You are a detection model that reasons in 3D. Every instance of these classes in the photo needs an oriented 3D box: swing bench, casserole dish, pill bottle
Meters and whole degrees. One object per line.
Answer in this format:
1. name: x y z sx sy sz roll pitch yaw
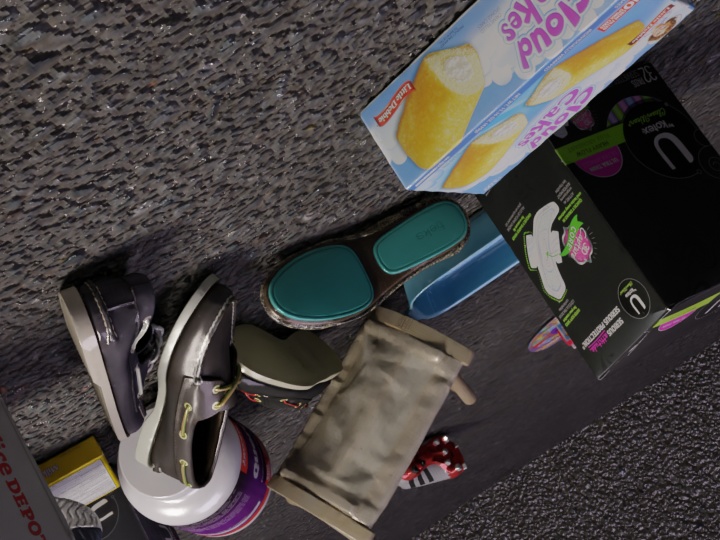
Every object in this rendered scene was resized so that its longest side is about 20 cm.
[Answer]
1. swing bench: 0.013 0.156 1.239 0.200 0.129 0.200 -59 165 -12
2. casserole dish: 0.116 -0.022 1.207 0.199 0.039 0.121 -35 162 5
3. pill bottle: -0.151 0.178 1.159 0.112 0.113 0.200 -31 163 -2

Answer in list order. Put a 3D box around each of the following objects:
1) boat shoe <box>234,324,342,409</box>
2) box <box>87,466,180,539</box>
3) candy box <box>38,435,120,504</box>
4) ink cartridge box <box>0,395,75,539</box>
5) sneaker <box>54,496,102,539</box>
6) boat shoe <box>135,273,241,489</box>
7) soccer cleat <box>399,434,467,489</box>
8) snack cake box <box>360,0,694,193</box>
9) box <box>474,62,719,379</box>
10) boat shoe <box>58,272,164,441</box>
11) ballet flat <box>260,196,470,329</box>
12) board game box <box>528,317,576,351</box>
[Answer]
1. boat shoe: -0.078 0.091 1.117 0.063 0.074 0.201 -44 165 11
2. box: -0.278 0.298 1.243 0.199 0.123 0.106 -33 162 2
3. candy box: -0.312 0.217 1.130 0.199 0.027 0.102 -28 161 -14
4. ink cartridge box: -0.307 0.174 0.830 0.199 0.147 0.084 -12 153 -46
5. sneaker: -0.310 0.264 1.091 0.198 0.080 0.130 -27 158 -14
6. boat shoe: -0.121 0.089 0.989 0.072 0.060 0.202 -48 164 -48
7. soccer cleat: 0.090 0.301 1.977 0.085 0.069 0.199 -32 161 30
8. snack cake box: 0.110 -0.138 0.846 0.200 0.068 0.115 -42 159 27
9. box: 0.218 -0.043 1.057 0.147 0.201 0.125 -21 160 -29
10. boat shoe: -0.163 0.062 0.905 0.062 0.073 0.201 -24 156 -14
11. ballet flat: 0.000 0.000 1.040 0.199 0.068 0.075 -26 177 -25
12. board game box: 0.331 0.073 1.810 0.199 0.039 0.158 -29 162 -10
